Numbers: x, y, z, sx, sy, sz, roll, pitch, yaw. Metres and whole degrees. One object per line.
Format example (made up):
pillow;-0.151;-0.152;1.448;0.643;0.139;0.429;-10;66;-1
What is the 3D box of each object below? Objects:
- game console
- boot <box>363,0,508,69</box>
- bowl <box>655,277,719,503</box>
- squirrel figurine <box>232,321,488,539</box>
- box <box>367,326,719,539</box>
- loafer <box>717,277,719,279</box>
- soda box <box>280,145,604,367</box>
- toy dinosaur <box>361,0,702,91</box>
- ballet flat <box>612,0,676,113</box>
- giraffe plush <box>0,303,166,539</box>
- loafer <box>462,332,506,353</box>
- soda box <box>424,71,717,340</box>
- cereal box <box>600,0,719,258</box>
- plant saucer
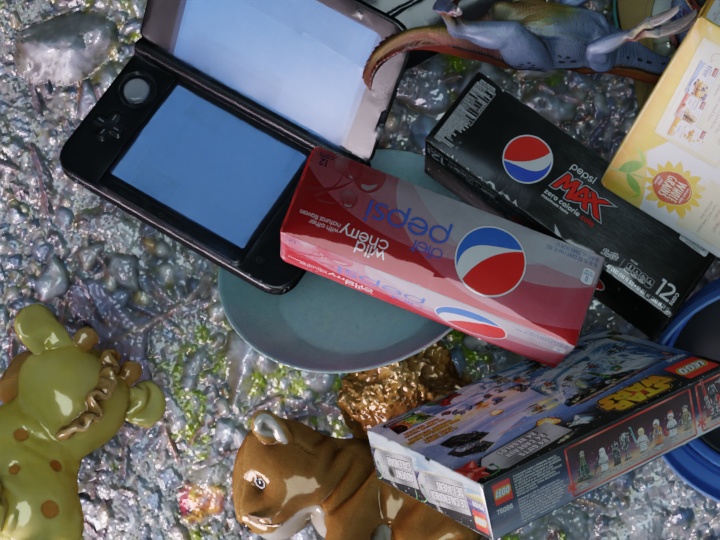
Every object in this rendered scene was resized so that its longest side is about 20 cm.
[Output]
game console;-0.091;-0.114;1.017;0.199;0.117;0.177;29;68;13
boot;0.018;-0.225;1.051;0.199;0.066;0.166;-29;103;12
bowl;0.295;0.082;1.018;0.198;0.040;0.203;8;124;11
squirrel figurine;0.010;0.141;1.061;0.185;0.142;0.202;25;81;14
box;0.123;0.098;0.948;0.198;0.137;0.040;-21;107;-25
loafer;0.345;0.023;1.044;0.198;0.068;0.071;7;73;9
soda box;0.049;-0.007;0.948;0.198;0.070;0.064;21;75;2
toy dinosaur;0.133;-0.161;0.966;0.180;0.199;0.106;28;52;-27
ballet flat;0.220;-0.131;1.017;0.063;0.068;0.202;-24;64;48
giraffe plush;-0.237;0.116;1.063;0.198;0.173;0.163;16;69;32
loafer;0.147;-0.015;1.059;0.199;0.075;0.070;-36;75;-4
soda box;0.138;-0.043;0.989;0.199;0.071;0.064;37;79;11
cereal box;0.261;-0.057;0.892;0.199;0.040;0.144;32;135;6
plant saucer;0.000;0.000;1.043;0.198;0.039;0.203;-8;49;9
